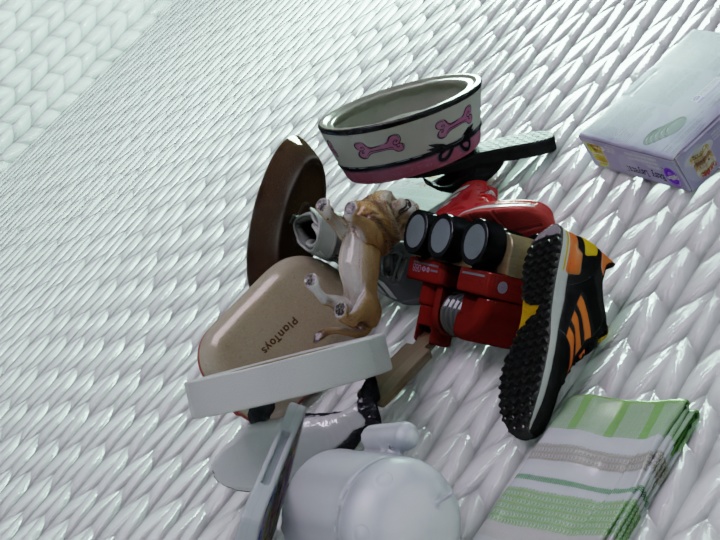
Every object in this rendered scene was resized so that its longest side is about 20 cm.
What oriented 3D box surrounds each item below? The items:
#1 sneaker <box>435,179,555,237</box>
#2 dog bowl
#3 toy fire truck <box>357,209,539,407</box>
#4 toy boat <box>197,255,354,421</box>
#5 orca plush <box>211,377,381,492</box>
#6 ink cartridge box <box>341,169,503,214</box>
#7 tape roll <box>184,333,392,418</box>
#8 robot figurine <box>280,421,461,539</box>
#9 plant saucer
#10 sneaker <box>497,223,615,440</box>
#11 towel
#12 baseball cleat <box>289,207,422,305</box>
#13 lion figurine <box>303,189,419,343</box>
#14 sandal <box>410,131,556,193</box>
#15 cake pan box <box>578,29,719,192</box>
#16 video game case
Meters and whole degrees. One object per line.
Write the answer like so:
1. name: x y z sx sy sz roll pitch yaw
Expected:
1. sneaker: 0.144 -0.069 1.519 0.199 0.079 0.116 -10 37 43
2. dog bowl: 0.054 -0.164 1.603 0.198 0.075 0.200 -15 17 5
3. toy fire truck: 0.091 0.048 1.369 0.176 0.128 0.202 14 91 61
4. toy boat: -0.090 0.081 1.552 0.200 0.130 0.131 -45 -3 -16
5. orca plush: -0.055 0.165 1.387 0.200 0.106 0.071 -40 -12 20
6. ink cartridge box: 0.064 -0.068 1.686 0.199 0.048 0.160 -29 20 -24
7. tape roll: -0.068 0.100 1.306 0.200 0.037 0.203 -14 -2 -1
8. robot figurine: 0.009 0.210 1.159 0.199 0.112 0.172 -4 73 58
9. plant saucer: -0.081 -0.057 1.617 0.034 0.202 0.201 14 45 14
10. sneaker: 0.188 0.063 1.244 0.070 0.089 0.202 -24 50 60
11. towel: 0.171 0.177 1.113 0.148 0.031 0.200 -2 42 51
12. baseball cleat: 0.002 -0.014 1.518 0.199 0.106 0.070 22 99 35
13. lion figurine: 0.000 0.000 1.423 0.072 0.122 0.202 1 67 31
14. sandal: 0.135 -0.121 1.615 0.198 0.049 0.075 -11 17 -2
15. cake pan box: 0.355 -0.178 1.456 0.200 0.052 0.184 -43 27 -11
16. video game case: -0.090 0.226 1.223 0.200 0.018 0.145 -67 -7 -66
